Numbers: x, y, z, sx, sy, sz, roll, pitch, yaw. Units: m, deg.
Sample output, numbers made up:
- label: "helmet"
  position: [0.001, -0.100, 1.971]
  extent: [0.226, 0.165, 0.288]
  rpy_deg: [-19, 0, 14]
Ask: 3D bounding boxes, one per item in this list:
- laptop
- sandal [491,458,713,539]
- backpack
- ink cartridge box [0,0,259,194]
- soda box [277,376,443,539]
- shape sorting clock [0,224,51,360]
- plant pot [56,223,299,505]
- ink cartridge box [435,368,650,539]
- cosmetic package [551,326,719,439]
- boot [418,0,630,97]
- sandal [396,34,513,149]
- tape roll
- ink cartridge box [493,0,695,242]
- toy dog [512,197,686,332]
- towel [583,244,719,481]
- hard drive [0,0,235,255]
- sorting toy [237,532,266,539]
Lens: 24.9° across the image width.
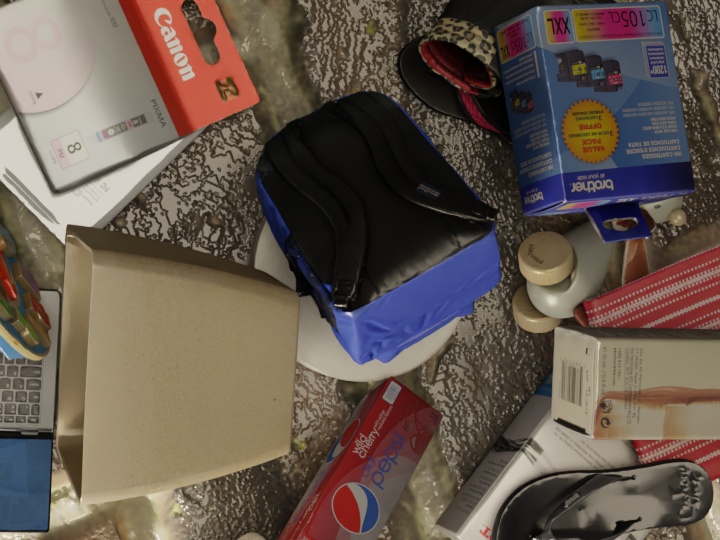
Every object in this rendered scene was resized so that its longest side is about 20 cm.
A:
- label: "laptop"
  position: [-0.350, 0.111, 1.370]
  extent: [0.187, 0.116, 0.201]
  rpy_deg: [3, 88, -11]
- label: "sandal"
  position: [0.208, 0.206, 1.414]
  extent: [0.200, 0.043, 0.076]
  rpy_deg: [-17, 95, -2]
- label: "backpack"
  position: [0.002, -0.035, 1.383]
  extent: [0.162, 0.168, 0.200]
  rpy_deg: [-28, 62, -14]
- label: "ink cartridge box"
  position: [-0.208, -0.180, 1.413]
  extent: [0.200, 0.057, 0.163]
  rpy_deg: [-25, 93, -5]
- label: "soda box"
  position: [-0.006, 0.192, 1.418]
  extent: [0.063, 0.070, 0.200]
  rpy_deg: [38, 54, -7]
- label: "shape sorting clock"
  position: [-0.308, -0.016, 1.339]
  extent: [0.039, 0.200, 0.200]
  rpy_deg: [-27, 94, -1]
- label: "plant pot"
  position: [-0.153, 0.074, 1.363]
  extent: [0.176, 0.200, 0.200]
  rpy_deg: [2, 97, -17]
- label: "ink cartridge box"
  position: [0.187, 0.202, 1.486]
  extent: [0.146, 0.084, 0.200]
  rpy_deg: [41, 82, -10]
- label: "cosmetic package"
  position: [0.272, 0.095, 1.387]
  extent: [0.199, 0.103, 0.088]
  rpy_deg: [1, 93, -13]
- label: "boot"
  position: [0.160, -0.203, 1.471]
  extent: [0.203, 0.074, 0.154]
  rpy_deg: [32, 58, -2]
- label: "sandal"
  position: [0.127, -0.157, 1.503]
  extent: [0.200, 0.045, 0.075]
  rpy_deg: [31, 83, -9]
- label: "tape roll"
  position: [0.000, 0.000, 1.480]
  extent: [0.202, 0.037, 0.204]
  rpy_deg: [0, 89, -11]
- label: "ink cartridge box"
  position: [0.203, -0.123, 1.396]
  extent: [0.136, 0.076, 0.201]
  rpy_deg: [-7, 87, -23]
- label: "toy dog"
  position: [0.228, -0.010, 1.485]
  extent: [0.200, 0.132, 0.096]
  rpy_deg: [-44, 60, -2]
- label: "towel"
  position: [0.291, 0.094, 1.455]
  extent: [0.144, 0.022, 0.201]
  rpy_deg: [-22, 97, -14]
- label: "hard drive"
  position: [-0.228, -0.130, 1.445]
  extent: [0.200, 0.025, 0.132]
  rpy_deg: [-45, 96, -8]
- label: "sorting toy"
  position: [-0.086, 0.328, 1.395]
  extent: [0.200, 0.107, 0.180]
  rpy_deg: [31, 75, -7]
